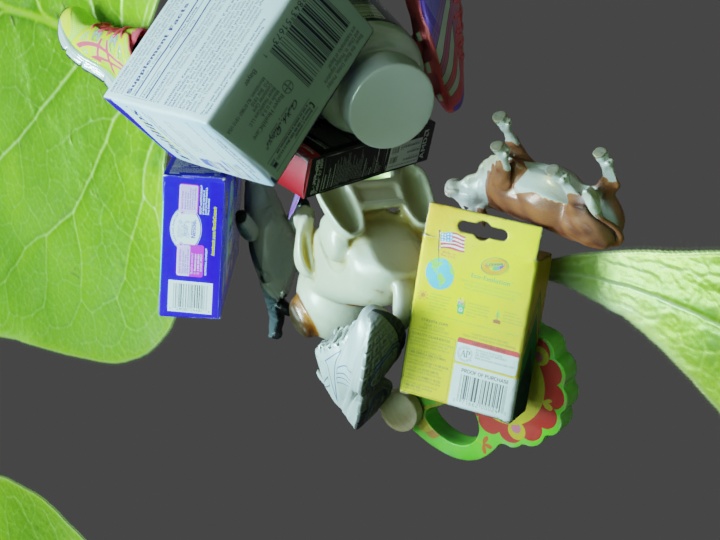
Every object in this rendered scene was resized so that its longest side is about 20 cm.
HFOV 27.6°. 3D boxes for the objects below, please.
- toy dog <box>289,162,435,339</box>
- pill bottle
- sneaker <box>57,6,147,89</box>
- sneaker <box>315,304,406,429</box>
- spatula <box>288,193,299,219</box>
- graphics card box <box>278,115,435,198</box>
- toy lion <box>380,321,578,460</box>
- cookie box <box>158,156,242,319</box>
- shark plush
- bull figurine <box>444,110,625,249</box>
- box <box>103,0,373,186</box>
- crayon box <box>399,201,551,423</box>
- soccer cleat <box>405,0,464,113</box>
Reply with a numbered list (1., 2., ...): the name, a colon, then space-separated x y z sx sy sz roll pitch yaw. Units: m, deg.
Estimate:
1. toy dog: 0.000 0.000 1.590 0.195 0.139 0.200 62 146 15
2. pill bottle: -0.003 -0.207 1.474 0.200 0.119 0.120 -123 41 -51
3. sneaker: -0.297 -0.276 1.825 0.200 0.078 0.091 43 120 18
4. sneaker: -0.010 0.092 1.520 0.087 0.074 0.201 39 149 15
5. spatula: -0.065 -0.158 1.622 0.057 0.020 0.202 134 138 -72
6. graphics card box: -0.032 -0.141 1.521 0.125 0.199 0.051 31 125 31
7. toy lion: 0.134 0.122 1.553 0.191 0.069 0.201 35 125 22
8. cookie box: -0.181 -0.061 1.691 0.074 0.200 0.173 5 112 0
9. shark plush: -0.099 -0.019 1.744 0.083 0.090 0.201 33 144 59
10. bull figurine: 0.170 -0.083 1.433 0.199 0.065 0.122 20 149 30
11. box: -0.118 -0.197 1.399 0.199 0.105 0.185 20 74 50
12. crayon box: 0.118 0.038 1.473 0.126 0.051 0.202 15 105 22
13. soccer cleat: 0.080 -0.259 1.479 0.067 0.076 0.201 -137 26 -70
